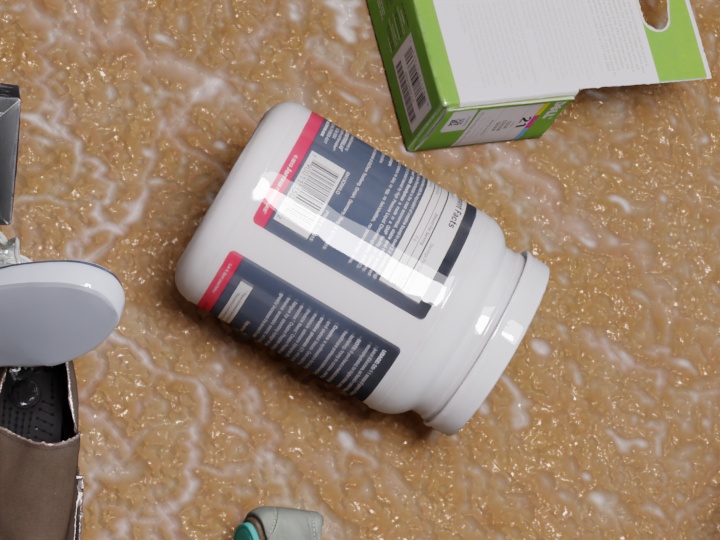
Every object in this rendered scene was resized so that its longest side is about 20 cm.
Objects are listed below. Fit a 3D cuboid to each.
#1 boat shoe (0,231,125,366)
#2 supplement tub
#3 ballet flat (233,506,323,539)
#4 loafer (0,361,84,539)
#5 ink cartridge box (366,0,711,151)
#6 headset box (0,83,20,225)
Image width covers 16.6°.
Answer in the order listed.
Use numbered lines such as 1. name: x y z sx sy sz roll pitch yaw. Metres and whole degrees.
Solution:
1. boat shoe: -0.215 0.013 1.434 0.075 0.202 0.086 46 41 -34
2. supplement tub: 0.000 0.000 1.518 0.200 0.140 0.140 31 63 -4
3. ballet flat: -0.030 0.235 1.457 0.064 0.067 0.200 0 69 -25
4. loafer: -0.199 0.118 1.445 0.073 0.071 0.200 0 69 -17
5. ink cartridge box: 0.117 -0.168 1.660 0.200 0.076 0.148 -7 71 -21
6. headset box: -0.273 -0.076 1.436 0.149 0.200 0.075 4 96 -9
